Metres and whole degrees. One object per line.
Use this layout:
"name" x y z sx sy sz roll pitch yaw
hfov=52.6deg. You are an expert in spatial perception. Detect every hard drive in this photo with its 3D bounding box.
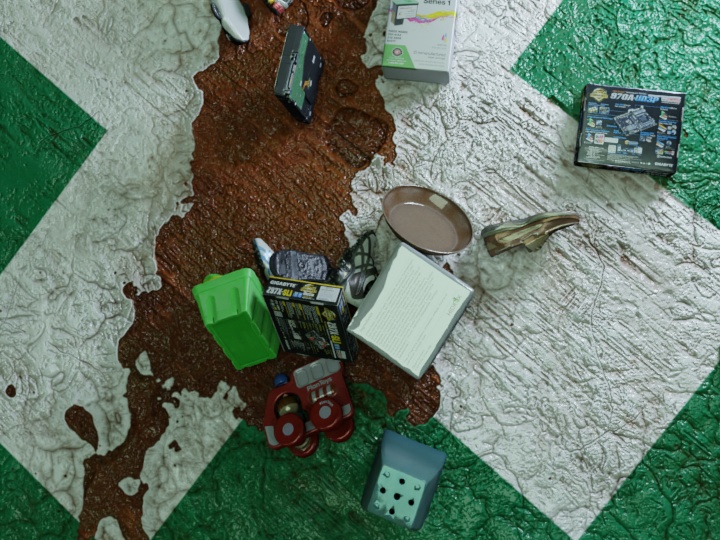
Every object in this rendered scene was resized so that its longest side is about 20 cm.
"hard drive" -0.124 -0.395 1.486 0.037 0.200 0.143 12 89 8

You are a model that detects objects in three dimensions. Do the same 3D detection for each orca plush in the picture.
"orca plush" -0.313 -0.579 1.590 0.070 0.105 0.202 -21 111 43

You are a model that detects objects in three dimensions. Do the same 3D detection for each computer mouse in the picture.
"computer mouse" -0.093 0.029 1.488 0.196 0.046 0.143 0 64 -25

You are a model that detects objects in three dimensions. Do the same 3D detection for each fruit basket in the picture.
"fruit basket" -0.257 0.074 1.502 0.152 0.216 0.220 -18 84 6

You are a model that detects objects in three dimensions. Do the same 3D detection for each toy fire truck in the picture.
"toy fire truck" -0.109 0.277 1.497 0.197 0.112 0.170 -23 59 6

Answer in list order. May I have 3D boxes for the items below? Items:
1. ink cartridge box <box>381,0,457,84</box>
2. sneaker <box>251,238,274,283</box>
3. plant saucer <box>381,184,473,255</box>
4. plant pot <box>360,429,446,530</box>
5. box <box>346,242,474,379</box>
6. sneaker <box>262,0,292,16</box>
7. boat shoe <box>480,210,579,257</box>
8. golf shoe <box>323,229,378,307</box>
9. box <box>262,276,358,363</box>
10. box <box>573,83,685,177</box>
"ink cartridge box" 0.127 -0.505 1.514 0.141 0.084 0.205 7 87 9
"sneaker" -0.162 0.011 1.536 0.072 0.072 0.201 -34 80 -19
"plant saucer" 0.130 -0.094 1.459 0.198 0.201 0.037 33 132 8
"plant pot" 0.078 0.413 1.402 0.139 0.200 0.144 20 90 9
"box" 0.103 0.079 1.421 0.170 0.199 0.202 34 91 9
"sneaker" -0.214 -0.656 1.586 0.082 0.078 0.201 -39 91 0
"boat shoe" 0.344 -0.073 1.464 0.196 0.076 0.073 -13 88 17
"golf shoe" 0.000 0.000 1.470 0.094 0.201 0.078 40 134 -7
"box" -0.096 0.101 1.446 0.156 0.202 0.050 6 52 16
"box" 0.537 -0.281 1.459 0.195 0.046 0.163 7 87 9
